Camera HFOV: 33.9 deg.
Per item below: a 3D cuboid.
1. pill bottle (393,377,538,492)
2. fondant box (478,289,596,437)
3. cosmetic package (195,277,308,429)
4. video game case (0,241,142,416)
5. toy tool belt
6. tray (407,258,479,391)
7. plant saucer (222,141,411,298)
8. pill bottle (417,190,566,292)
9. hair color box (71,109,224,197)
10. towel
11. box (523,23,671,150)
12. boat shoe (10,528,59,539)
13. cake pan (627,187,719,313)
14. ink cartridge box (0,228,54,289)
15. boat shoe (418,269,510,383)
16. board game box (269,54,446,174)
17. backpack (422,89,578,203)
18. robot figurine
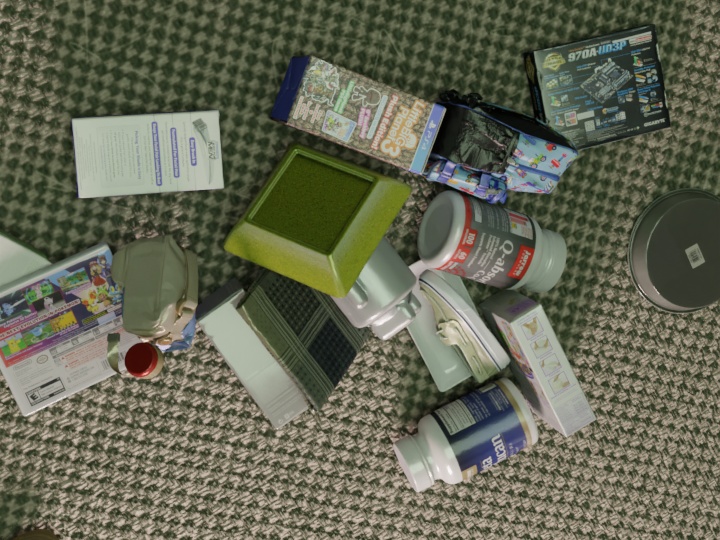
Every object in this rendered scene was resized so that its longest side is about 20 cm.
[{"bbox_3d":[0.155,0.251,1.767,0.200,0.111,0.111,-26,103,-8],"label":"pill bottle"},{"bbox_3d":[0.262,0.134,1.756,0.058,0.144,0.200,-30,104,-6],"label":"fondant box"},{"bbox_3d":[-0.150,0.116,1.680,0.090,0.107,0.200,-33,106,-6],"label":"cosmetic package"},{"bbox_3d":[-0.408,0.081,1.629,0.200,0.023,0.183,-25,115,-15],"label":"video game case"},{"bbox_3d":[-0.269,0.059,1.608,0.125,0.123,0.200,-6,70,15],"label":"toy tool belt"},{"bbox_3d":[0.121,0.074,1.778,0.107,0.022,0.200,-29,104,-8],"label":"tray"},{"bbox_3d":[-0.063,-0.085,1.608,0.200,0.048,0.200,22,65,22],"label":"plant saucer"},{"bbox_3d":[0.193,-0.037,1.723,0.200,0.116,0.116,16,95,-25],"label":"pill bottle"},{"bbox_3d":[-0.292,-0.162,1.626,0.200,0.065,0.110,-4,99,-10],"label":"hair color box"},{"bbox_3d":[-0.081,0.072,1.667,0.200,0.035,0.193,55,40,-18],"label":"towel"},{"bbox_3d":[0.356,-0.270,1.766,0.200,0.046,0.159,-15,102,-10],"label":"box"},{"bbox_3d":[-0.508,0.443,1.678,0.200,0.063,0.073,-39,79,-7],"label":"boat shoe"},{"bbox_3d":[0.516,-0.028,1.845,0.200,0.037,0.201,-2,99,-12],"label":"cake pan"},{"bbox_3d":[-0.471,0.040,1.626,0.200,0.048,0.146,32,91,-31],"label":"ink cartridge box"},{"bbox_3d":[0.144,0.085,1.737,0.062,0.072,0.200,-43,108,-6],"label":"boat shoe"},{"bbox_3d":[-0.007,-0.217,1.633,0.200,0.159,0.097,19,95,-15],"label":"board game box"},{"bbox_3d":[0.197,-0.163,1.672,0.200,0.183,0.135,19,97,-12],"label":"backpack"},{"bbox_3d":[0.000,0.000,1.665,0.113,0.170,0.200,-37,94,18],"label":"robot figurine"}]
